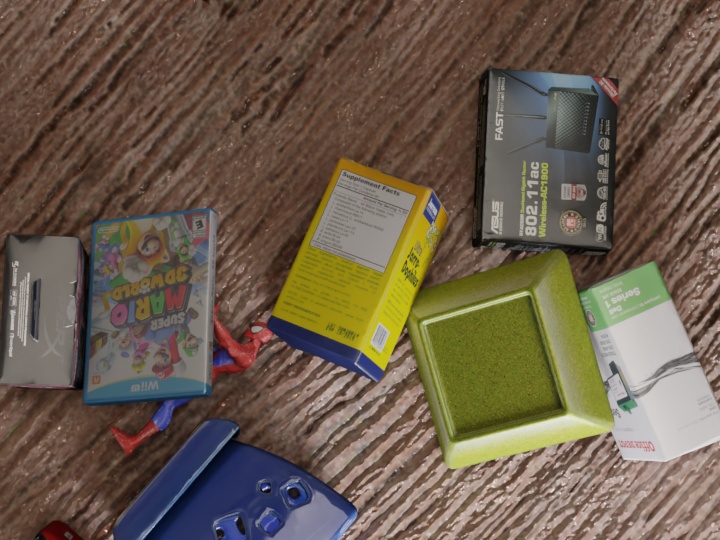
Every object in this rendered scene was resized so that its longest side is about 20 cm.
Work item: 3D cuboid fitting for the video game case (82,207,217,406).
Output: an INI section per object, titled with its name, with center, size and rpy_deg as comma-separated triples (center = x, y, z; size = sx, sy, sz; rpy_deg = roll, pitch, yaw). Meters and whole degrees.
[video game case]
center = -0.220, 0.038, 1.561
size = 0.143, 0.018, 0.201
rpy_deg = -6, 72, 18

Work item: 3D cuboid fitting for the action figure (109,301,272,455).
[action figure]
center = -0.190, 0.099, 1.583
size = 0.200, 0.065, 0.099
rpy_deg = -34, 93, -8

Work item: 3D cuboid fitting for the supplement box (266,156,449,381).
[supplement box]
center = 0.000, 0.000, 1.582
size = 0.109, 0.110, 0.200
rpy_deg = 21, 82, 18

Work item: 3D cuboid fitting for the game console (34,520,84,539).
[game console]
center = -0.283, 0.349, 1.478
size = 0.172, 0.200, 0.119
rpy_deg = 41, 80, -2

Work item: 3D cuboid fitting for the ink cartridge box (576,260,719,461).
[ink cartridge box]
center = 0.301, 0.102, 1.606
size = 0.084, 0.146, 0.200
rpy_deg = -23, 87, -10

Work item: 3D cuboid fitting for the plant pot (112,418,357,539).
[plant pot]
center = -0.136, 0.263, 1.512
size = 0.180, 0.200, 0.200
rpy_deg = 41, 80, 3

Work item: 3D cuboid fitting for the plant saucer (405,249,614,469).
[plant saucer]
center = 0.147, 0.099, 1.587
size = 0.199, 0.048, 0.201
rpy_deg = -17, 86, 24

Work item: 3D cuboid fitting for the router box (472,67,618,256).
[router box]
center = 0.205, -0.120, 1.658
size = 0.149, 0.062, 0.201
rpy_deg = 3, 84, -6

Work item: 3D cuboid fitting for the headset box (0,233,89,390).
[headset box]
center = -0.318, 0.045, 1.504
size = 0.075, 0.200, 0.149
rpy_deg = 2, 85, -7
